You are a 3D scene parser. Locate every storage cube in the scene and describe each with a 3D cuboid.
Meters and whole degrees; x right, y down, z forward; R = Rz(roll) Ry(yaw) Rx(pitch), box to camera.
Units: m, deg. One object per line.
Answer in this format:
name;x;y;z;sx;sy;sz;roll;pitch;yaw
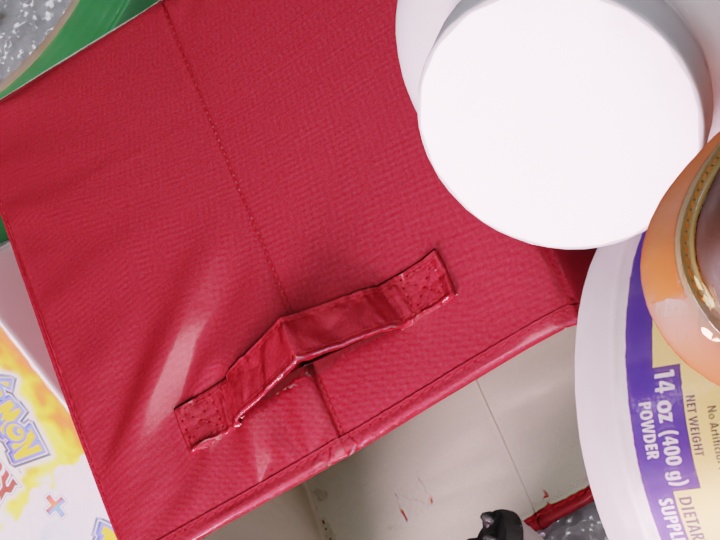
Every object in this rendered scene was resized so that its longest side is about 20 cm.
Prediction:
storage cube;0.000;0.000;0.774;0.171;0.200;0.180;-31;65;16

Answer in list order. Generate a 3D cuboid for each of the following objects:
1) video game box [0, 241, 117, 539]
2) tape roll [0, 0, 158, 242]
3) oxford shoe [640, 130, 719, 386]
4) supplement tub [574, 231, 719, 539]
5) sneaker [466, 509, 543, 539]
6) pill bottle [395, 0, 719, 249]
video game box;-0.133;0.122;0.837;0.182;0.047;0.200;-41;86;25
tape roll;-0.149;-0.105;0.895;0.200;0.048;0.201;-18;53;25
oxford shoe;0.140;-0.057;0.552;0.071;0.073;0.200;35;56;-9
supplement tub;0.177;0.030;0.628;0.199;0.145;0.146;-12;76;33
sneaker;0.040;0.180;0.791;0.090;0.067;0.200;23;114;-14
pill bottle;0.076;-0.089;0.658;0.112;0.200;0.113;8;122;13
